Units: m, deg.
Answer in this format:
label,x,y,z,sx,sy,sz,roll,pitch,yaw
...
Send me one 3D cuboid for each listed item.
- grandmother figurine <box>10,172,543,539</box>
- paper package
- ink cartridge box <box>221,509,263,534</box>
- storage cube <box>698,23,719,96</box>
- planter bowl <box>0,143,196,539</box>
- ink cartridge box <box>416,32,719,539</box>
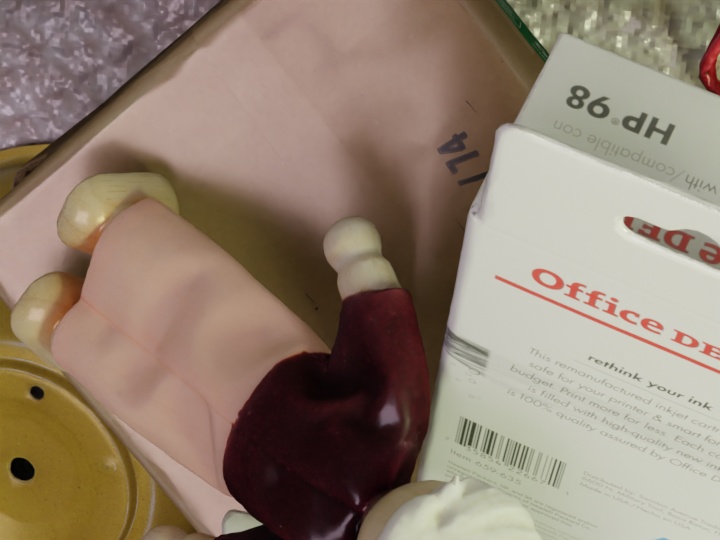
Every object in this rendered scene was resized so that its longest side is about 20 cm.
label,x,y,z,sx,sy,sz,roll,pitch,yaw
grandmother figurine,-0.020,0.043,0.681,0.200,0.060,0.122,40,118,38
paper package,0.000,0.000,0.813,0.190,0.103,0.200,-39,98,7
ink cartridge box,0.035,0.157,0.736,0.115,0.068,0.201,1,109,35
storage cube,0.222,-0.097,0.678,0.171,0.180,0.200,36,121,-1
planter bowl,-0.115,0.059,0.917,0.200,0.083,0.201,7,116,14
ink cartridge box,0.087,0.013,0.657,0.116,0.067,0.200,23,150,9
